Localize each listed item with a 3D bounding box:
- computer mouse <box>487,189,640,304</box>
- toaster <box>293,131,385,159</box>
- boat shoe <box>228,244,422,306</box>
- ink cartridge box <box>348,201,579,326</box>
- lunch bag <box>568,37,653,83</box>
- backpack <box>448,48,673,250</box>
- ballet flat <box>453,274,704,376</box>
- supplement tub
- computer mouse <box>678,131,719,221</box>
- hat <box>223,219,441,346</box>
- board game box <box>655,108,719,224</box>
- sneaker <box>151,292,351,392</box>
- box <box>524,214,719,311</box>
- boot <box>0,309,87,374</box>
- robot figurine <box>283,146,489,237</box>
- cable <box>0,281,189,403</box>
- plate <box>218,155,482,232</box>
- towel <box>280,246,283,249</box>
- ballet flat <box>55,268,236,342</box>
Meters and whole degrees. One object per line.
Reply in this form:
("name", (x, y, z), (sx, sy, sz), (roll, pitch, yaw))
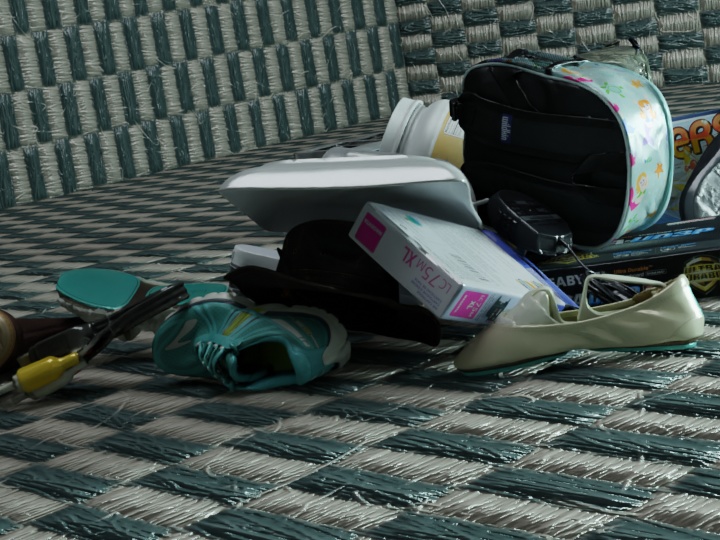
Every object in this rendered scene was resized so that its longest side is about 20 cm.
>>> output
("computer mouse", (0.180, -0.008, 1.297), (0.058, 0.034, 0.200), (-2, 35, -40))
("toaster", (0.018, -0.128, 2.106), (0.180, 0.120, 0.199), (-16, 11, -37))
("boat shoe", (-0.037, 0.027, 1.434), (0.199, 0.068, 0.072), (12, 9, 13))
("ink cartridge box", (0.092, 0.002, 1.239), (0.119, 0.042, 0.199), (43, 21, 33))
("lunch bag", (0.328, -0.198, 1.960), (0.138, 0.202, 0.168), (-4, 12, 26))
("backpack", (0.202, -0.113, 1.390), (0.150, 0.179, 0.199), (-18, 24, -36))
("ballet flat", (0.168, 0.038, 1.164), (0.198, 0.070, 0.069), (-8, 10, 10))
("supplement tub", (0.123, -0.099, 1.584), (0.199, 0.146, 0.145), (17, 15, 10))
("computer mouse", (0.387, -0.089, 1.500), (0.200, 0.138, 0.053), (-48, 6, -23))
("hat", (-0.014, 0.002, 1.285), (0.199, 0.081, 0.201), (16, -14, 4))
("board game box", (0.330, -0.092, 1.533), (0.199, 0.136, 0.034), (-12, 4, -12))
("sneaker", (-0.105, 0.066, 1.263), (0.199, 0.078, 0.080), (-3, 21, 34))
("box", (0.252, -0.005, 1.376), (0.199, 0.046, 0.159), (-8, 11, 14))
("boot", (-0.333, 0.061, 1.437), (0.166, 0.073, 0.199), (-15, -3, -43))
("robot figurine", (0.024, -0.055, 1.397), (0.199, 0.114, 0.170), (8, -29, 12))
("cable", (-0.230, 0.067, 1.342), (0.199, 0.051, 0.097), (-22, -5, 15))
("plate", (-0.002, -0.064, 1.243), (0.198, 0.033, 0.200), (-2, -8, 9))
("towel", (-0.049, -0.022, 1.570), (0.147, 0.024, 0.200), (-36, -6, 8))
("ballet flat", (-0.212, 0.044, 1.458), (0.199, 0.072, 0.072), (6, 15, 21))
